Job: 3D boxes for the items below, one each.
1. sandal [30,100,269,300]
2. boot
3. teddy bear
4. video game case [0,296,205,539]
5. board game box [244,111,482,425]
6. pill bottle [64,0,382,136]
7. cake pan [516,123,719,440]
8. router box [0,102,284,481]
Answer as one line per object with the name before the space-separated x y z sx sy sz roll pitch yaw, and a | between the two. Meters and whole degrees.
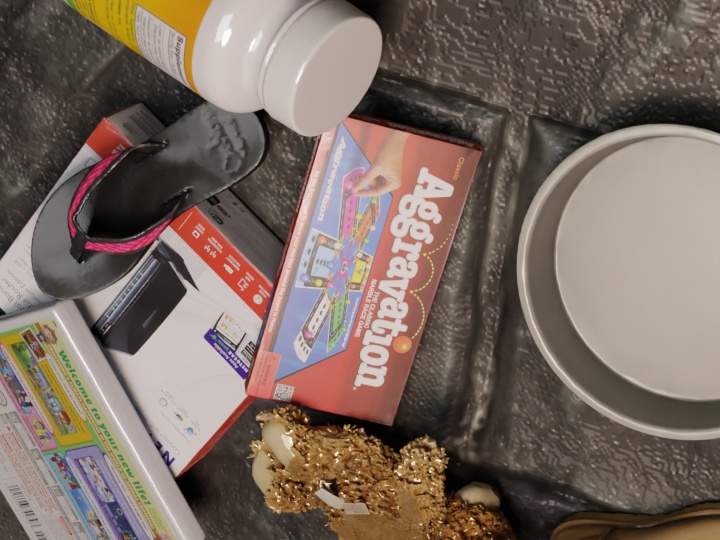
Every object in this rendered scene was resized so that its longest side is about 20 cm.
sandal | -0.148 -0.049 1.254 0.200 0.045 0.075 -34 89 22
boot | 0.161 0.213 1.162 0.175 0.200 0.066 -8 104 28
teddy bear | 0.017 0.145 1.273 0.200 0.067 0.145 14 140 16
video game case | -0.218 0.122 1.382 0.182 0.022 0.200 -15 108 46
board game box | 0.000 0.000 1.235 0.103 0.019 0.200 12 111 -12
pill bottle | -0.087 -0.167 1.183 0.200 0.111 0.111 35 120 25
cake pan | 0.194 0.004 1.167 0.200 0.037 0.201 9 112 23
router box | -0.141 0.017 1.330 0.200 0.049 0.180 44 121 6
